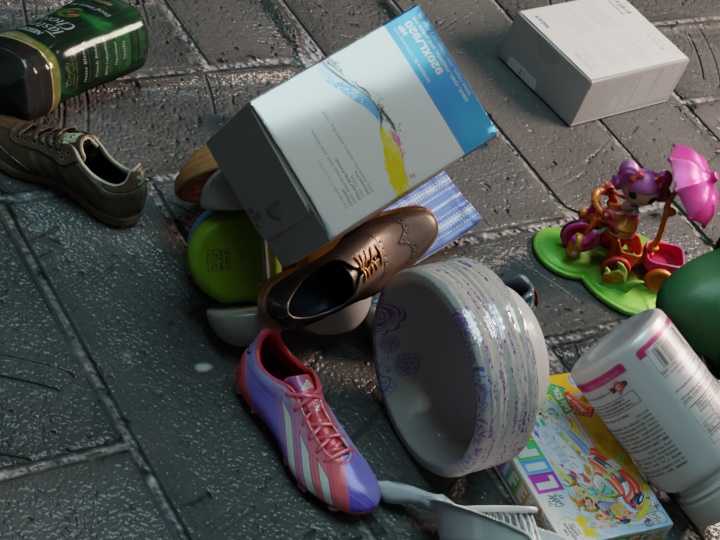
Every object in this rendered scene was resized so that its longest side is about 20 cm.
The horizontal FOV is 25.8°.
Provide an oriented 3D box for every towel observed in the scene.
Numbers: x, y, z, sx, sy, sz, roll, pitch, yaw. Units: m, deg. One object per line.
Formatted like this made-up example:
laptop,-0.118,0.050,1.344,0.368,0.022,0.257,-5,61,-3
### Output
towel,0.026,-0.101,1.751,0.144,0.024,0.200,-30,76,-26

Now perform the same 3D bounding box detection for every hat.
hat,0.323,0.034,1.700,0.175,0.166,0.200,5,14,-7

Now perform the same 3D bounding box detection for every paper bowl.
paper bowl,0.102,0.088,1.495,0.104,0.201,0.201,-13,52,-29

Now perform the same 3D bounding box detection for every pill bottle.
pill bottle,0.310,0.147,1.561,0.200,0.113,0.113,53,43,-2

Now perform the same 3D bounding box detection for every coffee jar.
coffee jar,-0.333,-0.235,1.730,0.104,0.086,0.200,20,36,27

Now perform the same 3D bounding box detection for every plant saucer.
plant saucer,-0.097,-0.112,1.636,0.199,0.200,0.038,-7,80,-31

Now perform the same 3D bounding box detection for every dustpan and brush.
dustpan and brush,0.093,0.224,1.435,0.199,0.139,0.058,-1,78,24

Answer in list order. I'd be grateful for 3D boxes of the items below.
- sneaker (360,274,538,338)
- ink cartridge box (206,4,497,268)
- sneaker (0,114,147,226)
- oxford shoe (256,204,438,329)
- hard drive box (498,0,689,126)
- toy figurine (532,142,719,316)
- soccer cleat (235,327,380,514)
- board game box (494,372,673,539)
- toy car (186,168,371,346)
sneaker,0.093,0.031,1.639,0.199,0.096,0.079,-1,45,-26
ink cartridge box,-0.011,-0.121,1.457,0.200,0.147,0.145,-33,92,-23
sneaker,-0.306,-0.124,1.637,0.199,0.076,0.071,28,40,5
oxford shoe,0.000,0.000,1.502,0.200,0.073,0.072,-33,103,-18
hard drive box,0.312,-0.285,2.103,0.199,0.077,0.156,-16,53,-37
toy figurine,0.320,-0.066,1.784,0.199,0.185,0.150,17,40,-6
soccer cleat,-0.048,0.141,1.468,0.067,0.077,0.200,-17,54,-37
board game box,0.202,0.193,1.562,0.134,0.034,0.200,-6,48,-30
toy car,-0.087,-0.024,1.587,0.199,0.176,0.150,-8,11,-22
